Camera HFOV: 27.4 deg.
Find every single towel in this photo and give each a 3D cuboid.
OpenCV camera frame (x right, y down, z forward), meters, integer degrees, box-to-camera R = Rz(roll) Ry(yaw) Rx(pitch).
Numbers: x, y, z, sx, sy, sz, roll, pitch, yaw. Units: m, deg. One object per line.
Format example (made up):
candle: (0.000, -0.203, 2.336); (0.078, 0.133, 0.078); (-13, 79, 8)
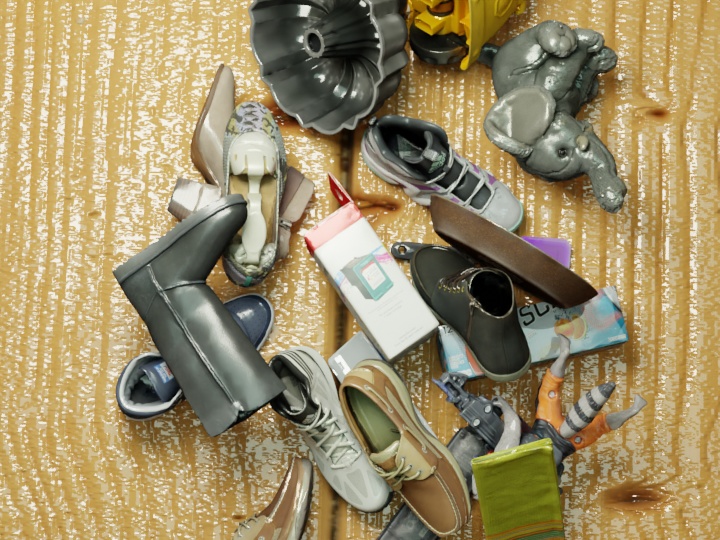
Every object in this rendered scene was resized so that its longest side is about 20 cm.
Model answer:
towel: (0.167, 0.250, 1.528); (0.086, 0.200, 0.018); (-16, 44, -2)

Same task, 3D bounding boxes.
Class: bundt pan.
bundt pan: (-0.026, -0.254, 1.594); (0.076, 0.202, 0.202); (-27, 82, -42)

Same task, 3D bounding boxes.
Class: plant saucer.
plant saucer: (0.150, -0.014, 1.523); (0.200, 0.200, 0.035); (32, 89, 3)

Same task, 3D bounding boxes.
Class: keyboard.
keyboard: (0.037, 0.160, 1.589); (0.056, 0.011, 0.200); (-41, 74, 19)

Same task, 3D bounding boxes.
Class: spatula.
spatula: (0.133, -0.014, 1.635); (0.199, 0.021, 0.057); (4, 86, 2)

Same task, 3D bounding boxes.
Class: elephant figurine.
elephant figurine: (0.200, -0.157, 1.595); (0.141, 0.155, 0.201); (16, 73, -21)

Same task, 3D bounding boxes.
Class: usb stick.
usb stick: (0.075, 0.258, 1.593); (0.055, 0.033, 0.200); (36, 83, 11)

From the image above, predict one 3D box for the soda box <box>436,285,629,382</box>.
soda box: (0.183, 0.072, 1.599); (0.199, 0.068, 0.064); (-14, 81, -2)

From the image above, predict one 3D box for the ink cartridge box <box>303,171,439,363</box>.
ink cartridge box: (0.000, 0.000, 1.584); (0.067, 0.116, 0.200); (-35, 83, -4)

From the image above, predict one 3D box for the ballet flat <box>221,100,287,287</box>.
ballet flat: (-0.111, -0.083, 1.560); (0.072, 0.072, 0.201); (2, 85, -1)

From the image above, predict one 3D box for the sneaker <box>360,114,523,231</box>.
sneaker: (0.088, -0.104, 1.586); (0.199, 0.140, 0.078); (27, 82, 3)

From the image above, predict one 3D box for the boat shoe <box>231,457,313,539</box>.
boat shoe: (-0.102, 0.290, 1.566); (0.072, 0.076, 0.201); (18, 81, 4)

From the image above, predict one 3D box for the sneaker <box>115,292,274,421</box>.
sneaker: (-0.176, 0.092, 1.573); (0.200, 0.109, 0.070); (-37, 85, -5)

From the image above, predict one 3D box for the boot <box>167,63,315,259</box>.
boot: (-0.120, -0.112, 1.629); (0.146, 0.070, 0.201); (18, 84, -5)

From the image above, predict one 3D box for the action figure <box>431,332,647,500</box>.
action figure: (0.174, 0.162, 1.538); (0.200, 0.105, 0.194); (36, 98, -18)

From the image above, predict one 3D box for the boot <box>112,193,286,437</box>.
boot: (-0.137, 0.046, 1.501); (0.165, 0.066, 0.200); (-34, 80, 13)

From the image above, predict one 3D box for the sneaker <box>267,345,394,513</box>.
sneaker: (-0.043, 0.173, 1.553); (0.076, 0.115, 0.201); (-35, 81, 14)

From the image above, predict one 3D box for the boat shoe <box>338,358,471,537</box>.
boat shoe: (0.037, 0.189, 1.532); (0.076, 0.074, 0.200); (-36, 84, 30)

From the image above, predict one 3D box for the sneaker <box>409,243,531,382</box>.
sneaker: (0.113, 0.013, 1.533); (0.075, 0.106, 0.200); (-27, 48, -15)

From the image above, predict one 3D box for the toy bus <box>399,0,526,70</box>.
toy bus: (0.097, -0.345, 1.625); (0.200, 0.136, 0.192); (33, 60, 28)
